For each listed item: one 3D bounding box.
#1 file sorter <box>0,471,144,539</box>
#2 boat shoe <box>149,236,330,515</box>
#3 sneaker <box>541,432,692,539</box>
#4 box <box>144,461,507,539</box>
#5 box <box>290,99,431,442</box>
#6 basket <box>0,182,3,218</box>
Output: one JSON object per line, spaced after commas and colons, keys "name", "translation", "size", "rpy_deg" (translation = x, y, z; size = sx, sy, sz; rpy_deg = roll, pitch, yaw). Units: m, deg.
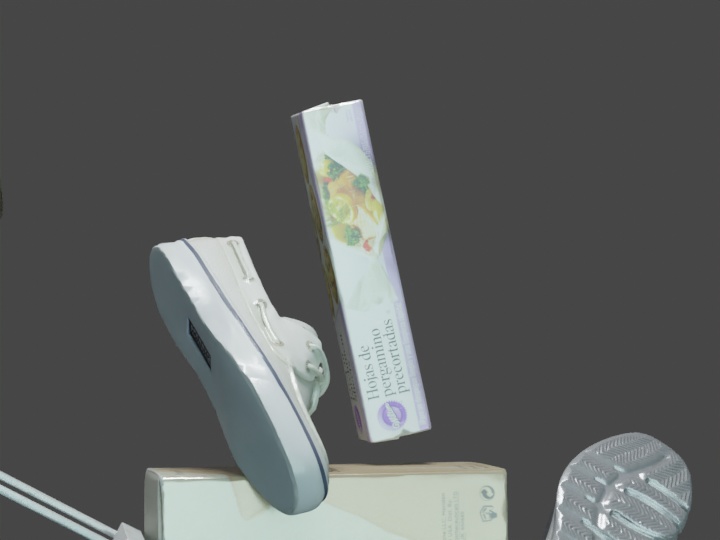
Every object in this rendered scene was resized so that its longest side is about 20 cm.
{"name": "file sorter", "translation": [-0.219, 0.209, 1.343], "size": [0.124, 0.139, 0.200], "rpy_deg": [29, 85, -6]}
{"name": "boat shoe", "translation": [-0.052, 0.052, 1.368], "size": [0.070, 0.200, 0.071], "rpy_deg": [-14, 135, -22]}
{"name": "sneaker", "translation": [0.122, 0.186, 1.438], "size": [0.078, 0.112, 0.200], "rpy_deg": [34, 50, 8]}
{"name": "box", "translation": [-0.022, 0.152, 1.401], "size": [0.200, 0.095, 0.078], "rpy_deg": [0, 89, -11]}
{"name": "box", "translation": [0.000, 0.000, 1.432], "size": [0.039, 0.041, 0.200], "rpy_deg": [-12, 93, -9]}
{"name": "basket", "translation": [-0.307, -0.052, 1.328], "size": [0.200, 0.136, 0.180], "rpy_deg": [-19, 136, -16]}
